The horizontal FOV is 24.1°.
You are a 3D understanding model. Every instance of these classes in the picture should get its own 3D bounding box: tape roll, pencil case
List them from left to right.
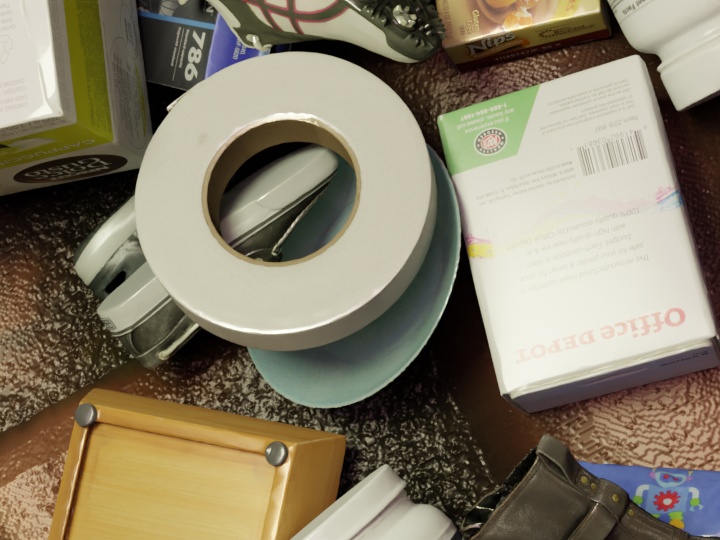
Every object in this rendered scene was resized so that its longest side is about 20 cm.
[{"bbox_3d":[-0.050,-0.047,1.108,0.202,0.037,0.204,-4,68,9],"label":"tape roll"},{"bbox_3d":[0.207,0.161,1.069,0.199,0.078,0.087,-1,43,17],"label":"pencil case"}]

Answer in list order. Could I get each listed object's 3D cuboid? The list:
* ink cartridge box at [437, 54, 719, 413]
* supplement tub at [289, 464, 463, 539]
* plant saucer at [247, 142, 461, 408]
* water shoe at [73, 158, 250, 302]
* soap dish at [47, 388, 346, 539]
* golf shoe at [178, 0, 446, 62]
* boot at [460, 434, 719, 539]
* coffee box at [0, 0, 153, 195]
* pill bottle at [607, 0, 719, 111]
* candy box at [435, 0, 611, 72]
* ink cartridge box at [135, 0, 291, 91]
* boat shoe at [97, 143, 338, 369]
[{"bbox_3d":[0.147,-0.020,1.124,0.145,0.087,0.201,-16,71,13],"label":"ink cartridge box"},{"bbox_3d":[0.033,0.236,1.045,0.140,0.140,0.200,-40,87,4],"label":"supplement tub"},{"bbox_3d":[0.000,0.000,1.165,0.200,0.039,0.202,-17,63,38],"label":"plant saucer"},{"bbox_3d":[-0.117,-0.049,1.231,0.200,0.072,0.079,-43,97,1],"label":"water shoe"},{"bbox_3d":[-0.121,0.171,1.160,0.199,0.081,0.158,9,80,19],"label":"soap dish"},{"bbox_3d":[-0.035,-0.181,1.120,0.199,0.077,0.088,32,123,16],"label":"golf shoe"},{"bbox_3d":[0.141,0.186,1.016,0.173,0.200,0.069,24,44,1],"label":"boot"},{"bbox_3d":[-0.269,-0.162,1.144,0.199,0.198,0.201,-10,82,10],"label":"coffee box"},{"bbox_3d":[0.210,-0.216,1.120,0.113,0.113,0.201,-26,89,9],"label":"pill bottle"},{"bbox_3d":[0.106,-0.255,1.209,0.115,0.055,0.201,-11,74,14],"label":"candy box"},{"bbox_3d":[-0.125,-0.180,1.216,0.199,0.039,0.100,16,96,44],"label":"ink cartridge box"},{"bbox_3d":[-0.088,-0.011,1.177,0.200,0.071,0.064,-38,108,2],"label":"boat shoe"}]
